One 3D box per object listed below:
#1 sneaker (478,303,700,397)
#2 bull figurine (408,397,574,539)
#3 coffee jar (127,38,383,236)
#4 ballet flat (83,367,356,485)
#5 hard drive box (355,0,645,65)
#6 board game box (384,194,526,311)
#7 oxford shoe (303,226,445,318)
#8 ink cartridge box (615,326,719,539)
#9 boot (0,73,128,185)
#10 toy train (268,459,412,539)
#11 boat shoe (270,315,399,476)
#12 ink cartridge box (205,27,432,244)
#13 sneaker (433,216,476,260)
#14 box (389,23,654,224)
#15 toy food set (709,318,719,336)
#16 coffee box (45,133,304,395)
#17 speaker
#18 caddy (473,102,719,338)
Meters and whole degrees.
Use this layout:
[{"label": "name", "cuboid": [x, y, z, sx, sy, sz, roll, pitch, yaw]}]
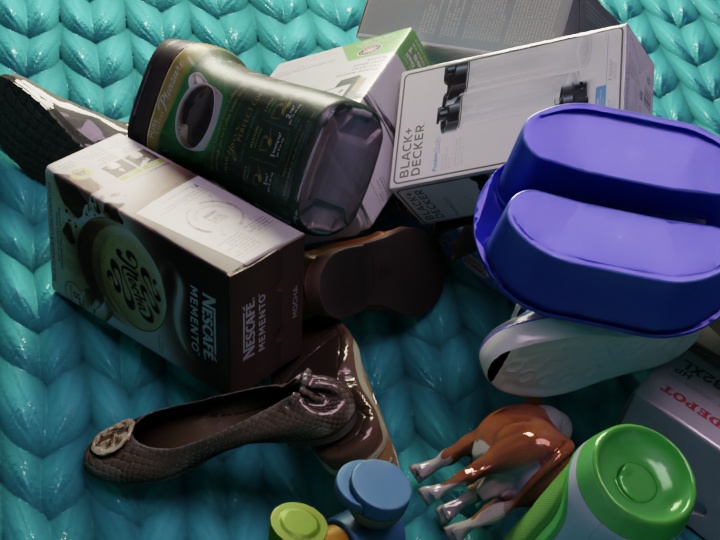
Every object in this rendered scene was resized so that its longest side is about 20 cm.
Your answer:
[{"label": "sneaker", "cuboid": [0.148, 0.009, 1.384, 0.199, 0.081, 0.147, -8, 54, -31]}, {"label": "bull figurine", "cuboid": [0.101, 0.136, 1.312, 0.121, 0.200, 0.065, -31, 88, 0]}, {"label": "coffee jar", "cuboid": [-0.085, -0.105, 1.391, 0.200, 0.105, 0.085, 26, 9, 36]}, {"label": "ballet flat", "cuboid": [-0.101, 0.105, 1.278, 0.199, 0.046, 0.067, -11, 36, 13]}, {"label": "hard drive box", "cuboid": [0.124, -0.198, 1.609, 0.200, 0.077, 0.156, 13, -9, 34]}, {"label": "board game box", "cuboid": [0.116, -0.060, 1.611, 0.200, 0.037, 0.151, 37, 44, 23]}, {"label": "oxford shoe", "cuboid": [0.000, 0.000, 1.460, 0.071, 0.072, 0.200, 4, 3, 35]}, {"label": "ink cartridge box", "cuboid": [0.305, 0.114, 1.440, 0.145, 0.084, 0.200, 35, 43, 19]}, {"label": "boot", "cuboid": [-0.206, -0.110, 1.546, 0.200, 0.068, 0.131, 35, 36, 11]}, {"label": "toy train", "cuboid": [-0.054, 0.199, 1.192, 0.200, 0.116, 0.085, -20, 51, -36]}, {"label": "boat shoe", "cuboid": [-0.016, 0.107, 1.356, 0.072, 0.076, 0.200, -31, 29, 6]}, {"label": "ink cartridge box", "cuboid": [-0.032, -0.106, 1.524, 0.146, 0.085, 0.200, -12, 27, 30]}, {"label": "sneaker", "cuboid": [0.158, -0.059, 1.481, 0.199, 0.060, 0.104, 1, 56, 41]}, {"label": "box", "cuboid": [0.126, -0.113, 1.451, 0.199, 0.060, 0.117, -9, 59, 29]}, {"label": "toy food set", "cuboid": [0.305, 0.004, 1.417, 0.198, 0.049, 0.200, 29, 34, -21]}, {"label": "coffee box", "cuboid": [-0.139, -0.006, 1.369, 0.200, 0.113, 0.080, 28, 41, 33]}, {"label": "speaker", "cuboid": [0.141, 0.182, 1.206, 0.088, 0.200, 0.089, 13, 50, -16]}, {"label": "caddy", "cuboid": [0.180, -0.031, 1.304, 0.199, 0.105, 0.142, 12, 64, 4]}]
